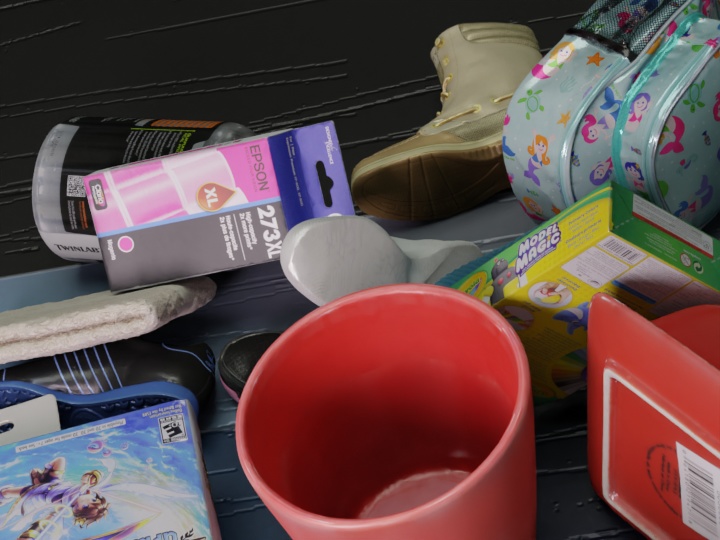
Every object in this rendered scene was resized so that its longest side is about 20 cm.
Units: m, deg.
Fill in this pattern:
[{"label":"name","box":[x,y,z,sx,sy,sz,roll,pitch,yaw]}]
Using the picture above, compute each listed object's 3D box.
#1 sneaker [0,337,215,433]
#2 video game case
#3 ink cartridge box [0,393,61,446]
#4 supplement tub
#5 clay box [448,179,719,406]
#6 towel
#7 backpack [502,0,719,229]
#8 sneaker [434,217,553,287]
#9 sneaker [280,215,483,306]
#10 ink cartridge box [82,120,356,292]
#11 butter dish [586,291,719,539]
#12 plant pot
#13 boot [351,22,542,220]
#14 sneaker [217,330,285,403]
[{"label":"sneaker","box":[-0.207,0.091,1.508,0.200,0.070,0.078,0,37,16]},{"label":"video game case","box":[-0.197,0.190,1.332,0.200,0.045,0.181,-15,47,-2]},{"label":"ink cartridge box","box":[-0.252,0.196,1.418,0.117,0.067,0.200,-18,46,-1]},{"label":"supplement tub","box":[-0.155,-0.062,1.588,0.200,0.123,0.123,4,50,22]},{"label":"clay box","box":[0.143,0.022,1.321,0.200,0.115,0.048,-34,39,44]},{"label":"towel","box":[-0.224,0.043,1.518,0.200,0.035,0.133,-11,7,18]},{"label":"backpack","box":[0.209,-0.109,1.478,0.200,0.178,0.151,-41,44,-15]},{"label":"sneaker","box":[0.146,0.015,1.420,0.200,0.081,0.077,-24,29,19]},{"label":"sneaker","box":[0.000,0.000,1.462,0.088,0.200,0.075,7,88,44]},{"label":"ink cartridge box","box":[-0.107,-0.048,1.493,0.200,0.095,0.037,-12,8,12]},{"label":"butter dish","box":[0.253,0.105,1.262,0.148,0.200,0.199,-28,46,-24]},{"label":"plant pot","box":[0.032,0.140,1.299,0.200,0.177,0.201,-9,45,10]},{"label":"boot","box":[0.073,-0.128,1.608,0.200,0.073,0.156,-19,46,-2]},{"label":"sneaker","box":[-0.021,0.066,1.446,0.200,0.095,0.079,6,54,24]}]
